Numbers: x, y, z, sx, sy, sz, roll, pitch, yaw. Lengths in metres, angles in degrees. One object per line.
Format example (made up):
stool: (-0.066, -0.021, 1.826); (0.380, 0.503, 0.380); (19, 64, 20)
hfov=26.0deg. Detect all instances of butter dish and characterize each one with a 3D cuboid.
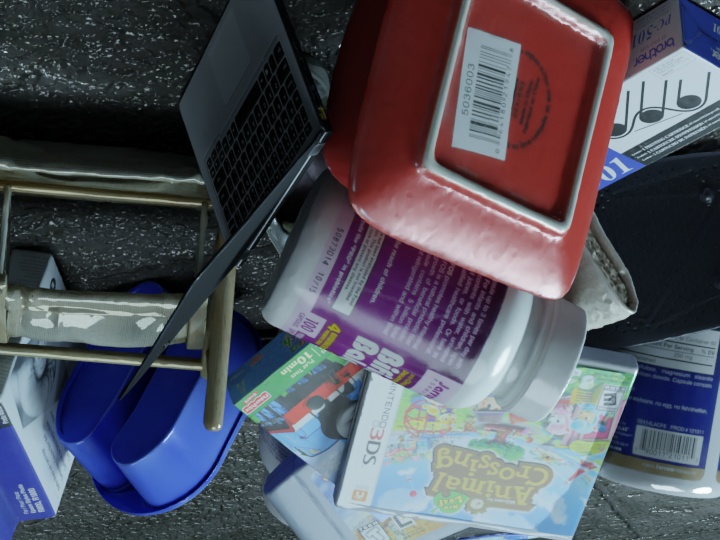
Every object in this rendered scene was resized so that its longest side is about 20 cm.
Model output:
butter dish: (0.050, -0.103, 0.959); (0.198, 0.202, 0.147); (21, 170, -39)

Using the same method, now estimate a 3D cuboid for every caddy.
caddy: (-0.167, 0.109, 1.338); (0.140, 0.201, 0.105); (14, 157, 34)

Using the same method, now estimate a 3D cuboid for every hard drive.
hard drive: (0.199, -0.009, 1.182); (0.198, 0.137, 0.042); (-12, 172, 21)

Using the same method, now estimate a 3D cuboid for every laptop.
laptop: (-0.104, -0.056, 0.956); (0.115, 0.202, 0.187); (-11, 161, -27)

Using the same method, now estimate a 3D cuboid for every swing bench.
swing bench: (-0.191, -0.001, 1.147); (0.196, 0.203, 0.130); (5, -164, -10)

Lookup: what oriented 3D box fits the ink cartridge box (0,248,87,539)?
ink cartridge box: (-0.281, 0.120, 1.307); (0.040, 0.202, 0.201); (7, 146, 10)

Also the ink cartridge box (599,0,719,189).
ink cartridge box: (0.173, -0.108, 1.068); (0.093, 0.045, 0.199); (20, 147, -34)

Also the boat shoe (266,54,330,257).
boat shoe: (-0.038, -0.055, 1.088); (0.073, 0.065, 0.203); (-6, 136, -1)

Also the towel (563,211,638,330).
towel: (0.094, -0.036, 1.082); (0.132, 0.201, 0.034); (-27, -174, 46)

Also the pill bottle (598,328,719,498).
pill bottle: (0.252, 0.071, 1.240); (0.114, 0.203, 0.116); (10, -178, 0)

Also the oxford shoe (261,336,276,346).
oxford shoe: (-0.152, 0.097, 1.428); (0.198, 0.072, 0.073); (-16, 154, -25)

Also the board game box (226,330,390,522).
board game box: (0.013, 0.099, 1.218); (0.151, 0.037, 0.200); (-39, 130, 10)

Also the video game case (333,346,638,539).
video game case: (0.092, 0.125, 1.195); (0.197, 0.022, 0.184); (9, 124, -8)

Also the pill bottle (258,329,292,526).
pill bottle: (-0.034, 0.140, 1.420); (0.113, 0.115, 0.201); (4, 132, -10)

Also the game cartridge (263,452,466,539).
game cartridge: (0.022, 0.184, 1.346); (0.199, 0.042, 0.134); (-26, 120, 20)

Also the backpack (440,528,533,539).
backpack: (0.109, 0.164, 1.484); (0.197, 0.186, 0.147); (1, 178, -13)

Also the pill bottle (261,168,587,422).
pill bottle: (0.044, 0.023, 1.023); (0.198, 0.113, 0.112); (25, 150, -6)
